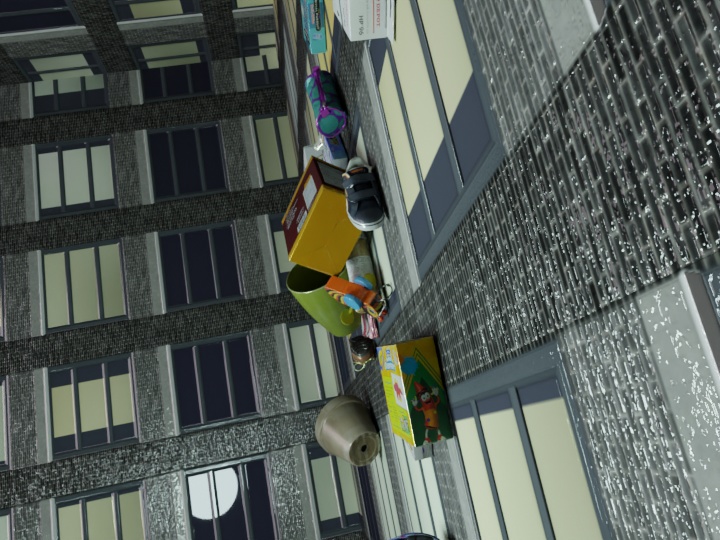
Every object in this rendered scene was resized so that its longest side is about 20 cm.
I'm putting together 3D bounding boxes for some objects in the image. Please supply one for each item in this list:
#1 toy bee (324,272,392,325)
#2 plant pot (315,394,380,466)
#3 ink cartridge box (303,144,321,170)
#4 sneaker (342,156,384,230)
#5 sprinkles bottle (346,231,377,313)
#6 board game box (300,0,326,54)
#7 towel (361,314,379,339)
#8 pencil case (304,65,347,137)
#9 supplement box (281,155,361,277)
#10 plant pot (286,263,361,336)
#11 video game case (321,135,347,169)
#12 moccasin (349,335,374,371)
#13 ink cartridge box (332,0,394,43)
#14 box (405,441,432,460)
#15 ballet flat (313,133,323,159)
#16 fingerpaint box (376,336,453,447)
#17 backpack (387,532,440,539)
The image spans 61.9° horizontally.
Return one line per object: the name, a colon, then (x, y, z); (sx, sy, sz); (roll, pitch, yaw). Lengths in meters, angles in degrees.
toy bee: (0.008, 0.077, 1.381); (0.200, 0.131, 0.109); (40, 170, 51)
plant pot: (-0.024, 0.526, 1.919); (0.173, 0.197, 0.204); (27, 127, 59)
ink cartridge box: (-0.148, -0.323, 2.094); (0.201, 0.082, 0.148); (99, 160, -66)
sneaker: (0.001, -0.166, 1.266); (0.202, 0.077, 0.080); (-107, 5, -50)
sprinkles bottle: (0.000, 0.000, 1.487); (0.068, 0.067, 0.204); (104, 156, -70)
board game box: (-0.135, -0.734, 1.680); (0.152, 0.046, 0.203); (-110, 13, -50)
towel: (0.011, 0.114, 1.666); (0.200, 0.022, 0.147); (154, 104, -82)
pencil case: (-0.092, -0.443, 1.578); (0.093, 0.084, 0.202); (66, -175, -49)
supplement box: (-0.087, -0.133, 1.452); (0.199, 0.131, 0.201); (-61, 25, 23)
plant pot: (-0.074, 0.073, 1.611); (0.188, 0.185, 0.202); (-114, -2, -59)
video game case: (-0.072, -0.295, 1.731); (0.202, 0.045, 0.184); (-108, 11, -47)
moccasin: (0.004, 0.237, 1.712); (0.201, 0.072, 0.079); (172, 77, -79)
ink cartridge box: (0.000, -0.457, 0.986); (0.202, 0.066, 0.118); (-109, 13, -49)
box: (0.102, 0.319, 1.239); (0.200, 0.038, 0.042); (-124, 27, -71)
ballet flat: (-0.116, -0.370, 1.893); (0.068, 0.062, 0.203); (-113, 16, -57)
fingerpaint box: (0.092, 0.209, 1.070); (0.200, 0.072, 0.170); (129, 131, -78)
backpack: (0.103, 0.586, 1.103); (0.154, 0.196, 0.194); (62, -161, -74)
